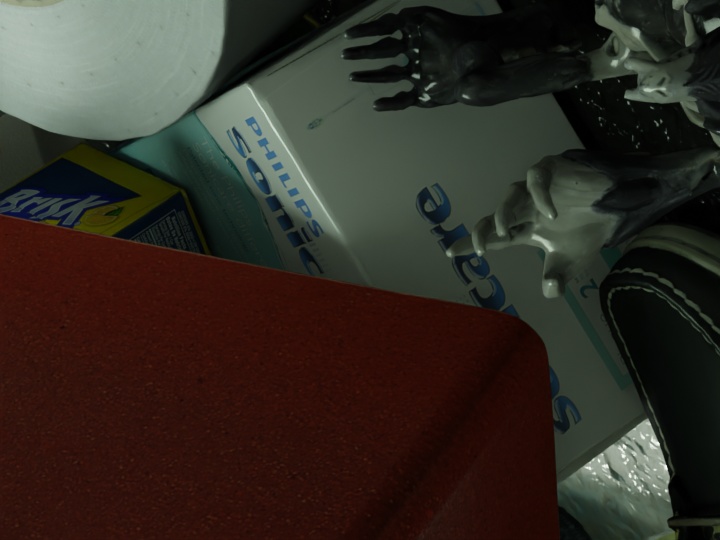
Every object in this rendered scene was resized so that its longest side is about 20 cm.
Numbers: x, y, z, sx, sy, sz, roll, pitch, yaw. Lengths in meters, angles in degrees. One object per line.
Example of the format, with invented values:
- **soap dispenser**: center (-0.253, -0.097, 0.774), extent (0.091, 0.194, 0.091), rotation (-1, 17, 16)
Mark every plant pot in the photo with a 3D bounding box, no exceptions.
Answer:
- **plant pot**: center (-0.067, 0.126, 0.784), extent (0.199, 0.176, 0.200), rotation (10, 129, 22)

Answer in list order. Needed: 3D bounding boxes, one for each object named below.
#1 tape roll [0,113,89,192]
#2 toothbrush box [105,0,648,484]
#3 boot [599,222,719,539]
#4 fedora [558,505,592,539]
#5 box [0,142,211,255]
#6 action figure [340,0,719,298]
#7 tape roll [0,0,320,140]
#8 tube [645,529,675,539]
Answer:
- **tape roll**: center (-0.083, 0.028, 1.060), extent (0.203, 0.037, 0.203), rotation (59, -176, -6)
- **toothbrush box**: center (0.000, 0.000, 0.896), extent (0.147, 0.085, 0.200), rotation (58, 159, -5)
- **boot**: center (0.089, 0.106, 0.769), extent (0.204, 0.154, 0.073), rotation (59, 157, -9)
- **fedora**: center (0.055, 0.177, 0.983), extent (0.091, 0.201, 0.200), rotation (28, 168, -24)
- **box**: center (-0.063, 0.065, 0.916), extent (0.070, 0.064, 0.200), rotation (24, 140, 53)
- **action figure**: center (0.055, -0.055, 0.691), extent (0.200, 0.102, 0.119), rotation (21, 128, 57)
- **tape roll**: center (-0.095, -0.136, 0.811), extent (0.200, 0.066, 0.201), rotation (29, 144, 24)
- **tube**: center (0.127, 0.174, 0.862), extent (0.058, 0.052, 0.200), rotation (49, -164, -77)
